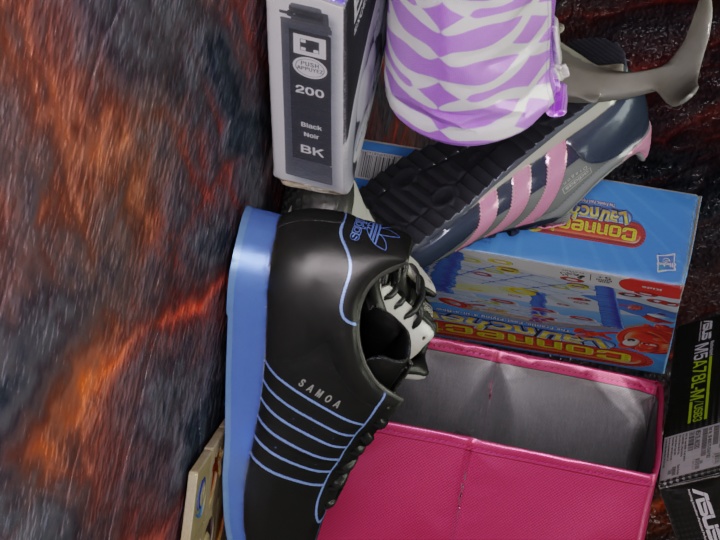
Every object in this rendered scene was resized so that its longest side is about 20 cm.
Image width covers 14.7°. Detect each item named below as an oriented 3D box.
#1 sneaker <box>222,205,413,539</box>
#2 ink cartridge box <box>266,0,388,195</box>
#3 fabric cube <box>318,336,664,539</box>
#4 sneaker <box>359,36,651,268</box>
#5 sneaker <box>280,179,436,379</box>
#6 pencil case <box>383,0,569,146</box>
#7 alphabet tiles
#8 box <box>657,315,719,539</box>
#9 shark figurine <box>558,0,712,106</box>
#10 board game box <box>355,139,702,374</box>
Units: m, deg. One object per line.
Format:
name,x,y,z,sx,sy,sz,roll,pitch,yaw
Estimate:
sneaker,-0.018,0.064,1.233,0.070,0.078,0.200,-74,168,-56
ink cartridge box,-0.004,-0.169,1.214,0.200,0.043,0.198,88,13,-59
fabric cube,0.049,0.158,1.519,0.196,0.200,0.199,-62,163,-75
sneaker,0.071,-0.036,1.487,0.082,0.200,0.070,57,0,-42
sneaker,0.000,0.000,1.358,0.200,0.080,0.074,80,22,-70
pencil case,0.054,-0.138,1.195,0.200,0.085,0.084,90,14,-52
alphabet tiles,-0.072,0.148,1.251,0.200,0.006,0.166,-58,157,-75
box,0.219,0.150,1.571,0.200,0.048,0.193,-68,138,-64
shark figurine,0.075,-0.114,1.432,0.090,0.214,0.128,-42,157,-43
board game box,0.089,-0.006,1.620,0.196,0.200,0.056,79,22,-73
